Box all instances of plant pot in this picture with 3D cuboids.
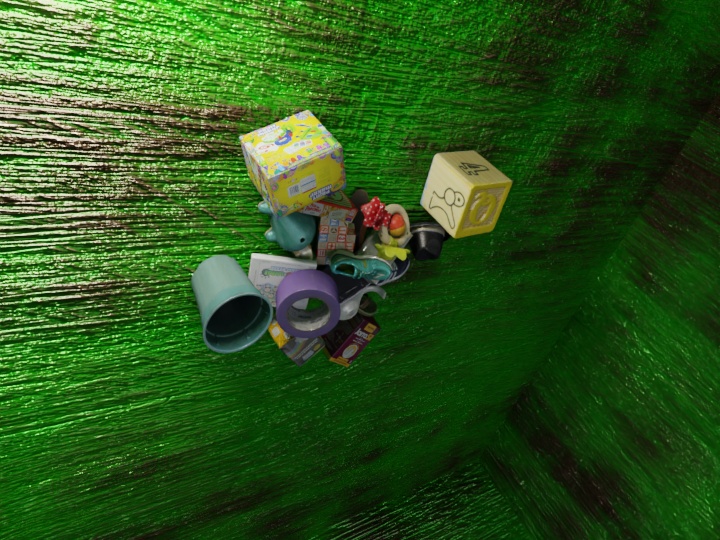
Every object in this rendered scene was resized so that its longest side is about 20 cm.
[{"bbox_3d":[-0.363,0.077,1.468,0.195,0.198,0.205,-22,140,-20],"label":"plant pot"}]

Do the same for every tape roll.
[{"bbox_3d":[-0.157,0.102,1.614,0.191,0.087,0.205,-5,131,-6],"label":"tape roll"}]

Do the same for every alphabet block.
[{"bbox_3d":[0.339,-0.251,1.755,0.191,0.201,0.200,-13,136,-30],"label":"alphabet block"}]

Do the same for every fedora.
[{"bbox_3d":[0.224,-0.089,1.832,0.192,0.096,0.201,-1,164,0],"label":"fedora"}]

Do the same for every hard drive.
[{"bbox_3d":[-0.035,0.009,1.760,0.197,0.042,0.137,-36,104,-10],"label":"hard drive"}]

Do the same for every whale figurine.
[{"bbox_3d":[-0.198,-0.132,1.486,0.158,0.104,0.201,-40,142,0],"label":"whale figurine"}]

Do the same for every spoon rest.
[{"bbox_3d":[-0.007,0.106,1.824,0.195,0.061,0.101,-25,151,-24],"label":"spoon rest"}]

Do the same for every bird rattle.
[{"bbox_3d":[0.084,-0.132,1.633,0.162,0.111,0.206,-35,108,-38],"label":"bird rattle"}]

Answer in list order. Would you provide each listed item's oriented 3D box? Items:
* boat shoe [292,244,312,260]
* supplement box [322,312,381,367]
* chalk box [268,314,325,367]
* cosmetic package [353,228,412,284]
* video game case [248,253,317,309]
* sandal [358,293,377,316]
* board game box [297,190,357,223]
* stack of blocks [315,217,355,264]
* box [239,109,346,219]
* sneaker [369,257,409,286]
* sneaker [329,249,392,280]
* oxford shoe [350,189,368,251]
[{"bbox_3d":[-0.184,0.000,1.659,0.067,0.074,0.206,-16,128,-21],"label":"boat shoe"},{"bbox_3d":[-0.041,0.237,1.979,0.201,0.104,0.130,-49,141,10],"label":"supplement box"},{"bbox_3d":[-0.207,0.222,1.806,0.123,0.124,0.201,-38,143,-4],"label":"chalk box"},{"bbox_3d":[0.062,-0.069,1.717,0.107,0.085,0.201,42,81,-15],"label":"cosmetic package"},{"bbox_3d":[-0.240,0.037,1.614,0.192,0.024,0.186,6,129,-16],"label":"video game case"},{"bbox_3d":[0.000,0.108,1.906,0.058,0.081,0.198,-46,142,18],"label":"sandal"},{"bbox_3d":[-0.120,-0.202,1.447,0.195,0.153,0.047,7,125,-45],"label":"board game box"},{"bbox_3d":[-0.072,-0.115,1.614,0.110,0.060,0.205,1,130,-10],"label":"stack of blocks"},{"bbox_3d":[-0.164,-0.264,1.316,0.195,0.194,0.125,-25,141,-17],"label":"box"},{"bbox_3d":[0.088,-0.009,1.865,0.195,0.071,0.110,-29,154,-11],"label":"sneaker"},{"bbox_3d":[0.000,0.000,1.612,0.192,0.081,0.080,8,119,-7],"label":"sneaker"},{"bbox_3d":[-0.005,-0.165,1.670,0.071,0.070,0.206,-43,152,-49],"label":"oxford shoe"}]
